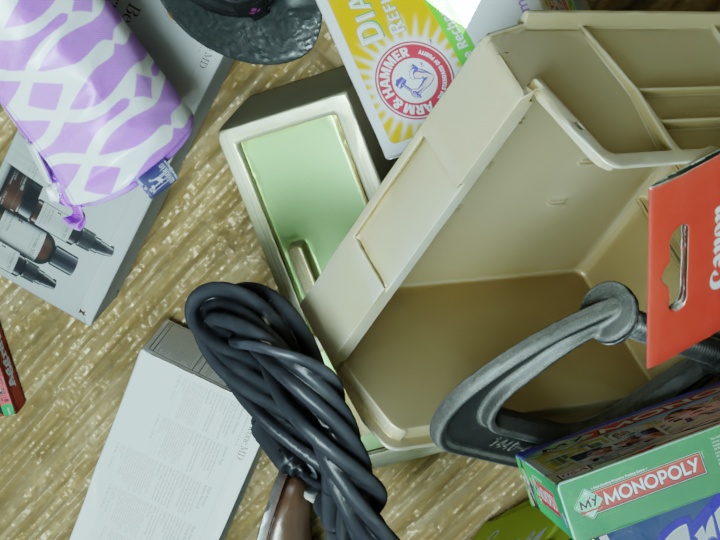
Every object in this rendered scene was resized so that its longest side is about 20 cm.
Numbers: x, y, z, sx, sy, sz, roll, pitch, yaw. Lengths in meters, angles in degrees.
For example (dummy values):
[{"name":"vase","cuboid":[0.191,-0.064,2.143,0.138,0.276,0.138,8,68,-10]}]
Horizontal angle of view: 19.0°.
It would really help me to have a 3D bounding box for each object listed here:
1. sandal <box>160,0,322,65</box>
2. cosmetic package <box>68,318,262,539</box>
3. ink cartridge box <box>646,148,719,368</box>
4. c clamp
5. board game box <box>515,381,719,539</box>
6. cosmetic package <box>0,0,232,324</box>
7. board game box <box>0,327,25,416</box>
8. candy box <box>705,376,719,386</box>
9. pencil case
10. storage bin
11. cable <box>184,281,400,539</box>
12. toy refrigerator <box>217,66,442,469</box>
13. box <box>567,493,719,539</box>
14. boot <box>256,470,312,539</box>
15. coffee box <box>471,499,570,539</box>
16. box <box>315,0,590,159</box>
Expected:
[{"name":"sandal","cuboid":[-0.078,-0.168,1.010,0.075,0.048,0.201,-24,127,8]},{"name":"cosmetic package","cuboid":[-0.112,0.134,1.225,0.082,0.051,0.201,26,115,5]},{"name":"ink cartridge box","cuboid":[0.218,-0.024,0.942,0.199,0.050,0.109,-26,134,-21]},{"name":"c clamp","cuboid":[0.127,0.043,1.011,0.171,0.200,0.027,-38,63,27]},{"name":"board game box","cuboid":[0.174,0.067,0.957,0.199,0.135,0.029,-20,92,-3]},{"name":"cosmetic package","cuboid":[-0.131,-0.077,1.138,0.082,0.051,0.200,28,114,0]},{"name":"board game box","cuboid":[-0.268,-0.004,1.226,0.102,0.019,0.201,-9,109,18]},{"name":"candy box","cuboid":[0.268,-0.001,1.077,0.116,0.056,0.200,30,114,0]},{"name":"pencil case","cuboid":[-0.164,-0.118,1.037,0.085,0.084,0.200,-38,107,-6]},{"name":"storage bin","cuboid":[0.103,-0.019,1.006,0.200,0.198,0.094,-55,54,39]},{"name":"cable","cuboid":[-0.030,0.082,1.049,0.051,0.200,0.164,-26,71,-7]},{"name":"toy refrigerator","cuboid":[0.000,0.000,1.135,0.076,0.070,0.201,-15,107,18]},{"name":"box","cuboid":[0.167,0.125,0.987,0.064,0.200,0.070,-37,78,51]},{"name":"boot","cuboid":[0.036,0.206,1.215,0.199,0.064,0.187,7,112,8]},{"name":"coffee box","cuboid":[0.137,0.229,1.088,0.198,0.200,0.200,47,140,-8]},{"name":"box","cuboid":[0.028,-0.172,1.036,0.101,0.113,0.201,-19,107,18]}]
